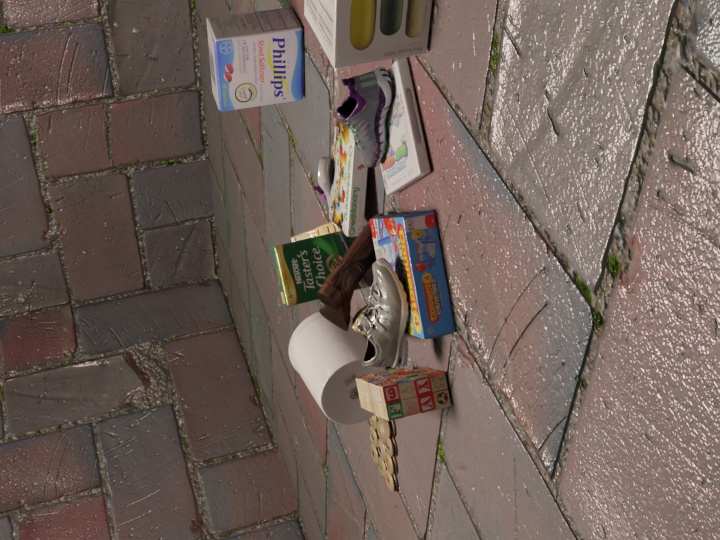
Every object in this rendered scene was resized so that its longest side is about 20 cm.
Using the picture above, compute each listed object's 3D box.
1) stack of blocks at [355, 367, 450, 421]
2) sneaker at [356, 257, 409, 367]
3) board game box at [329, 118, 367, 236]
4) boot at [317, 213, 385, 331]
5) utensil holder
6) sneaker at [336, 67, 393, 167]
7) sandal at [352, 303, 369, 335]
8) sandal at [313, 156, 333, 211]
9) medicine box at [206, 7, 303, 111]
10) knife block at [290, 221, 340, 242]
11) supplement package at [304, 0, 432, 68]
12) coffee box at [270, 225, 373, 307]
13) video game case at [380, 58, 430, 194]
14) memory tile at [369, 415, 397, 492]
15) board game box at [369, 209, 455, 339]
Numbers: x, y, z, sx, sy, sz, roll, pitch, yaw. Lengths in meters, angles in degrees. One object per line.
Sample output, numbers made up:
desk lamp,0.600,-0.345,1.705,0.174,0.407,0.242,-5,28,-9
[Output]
stack of blocks,0.072,0.213,1.735,0.200,0.114,0.059,175,83,-76
sneaker,0.033,0.078,1.621,0.075,0.081,0.202,-132,33,-62
board game box,-0.022,-0.179,1.881,0.126,0.034,0.202,-135,46,-64
boot,0.000,0.000,1.799,0.064,0.201,0.187,29,161,12
utensil holder,-0.043,0.204,2.064,0.200,0.168,0.172,-129,31,-55
sneaker,-0.003,-0.249,1.624,0.201,0.087,0.075,97,157,-48
sandal,0.020,0.099,1.789,0.212,0.069,0.079,44,-143,-78
sandal,-0.070,-0.177,2.003,0.203,0.049,0.083,75,-154,-66
medicine box,-0.234,-0.470,2.189,0.103,0.198,0.184,-114,19,-45
knife block,-0.064,-0.055,2.177,0.198,0.175,0.065,-20,81,30
supplement package,0.011,-0.424,1.400,0.201,0.150,0.151,94,158,-46
coffee box,-0.067,-0.008,1.916,0.044,0.198,0.124,172,86,-75
video game case,0.059,-0.231,1.620,0.200,0.023,0.184,159,99,-75
memory tile,0.047,0.370,2.141,0.153,0.017,0.202,-126,28,-57
board game box,0.084,0.004,1.645,0.196,0.055,0.202,-175,74,-75
